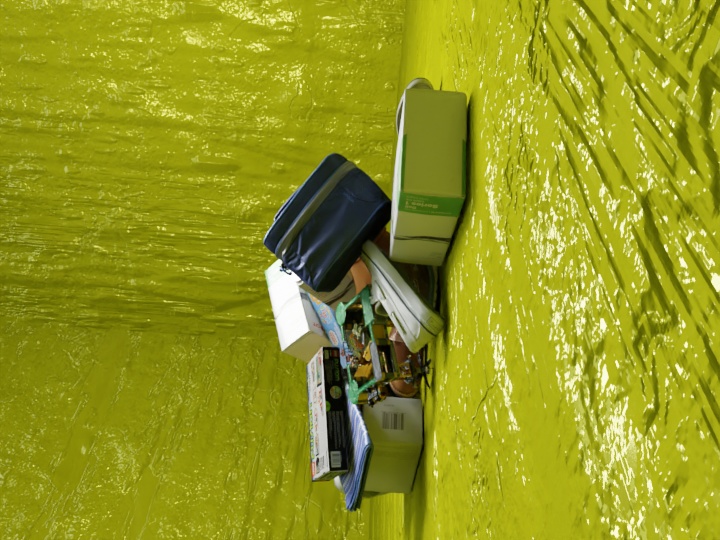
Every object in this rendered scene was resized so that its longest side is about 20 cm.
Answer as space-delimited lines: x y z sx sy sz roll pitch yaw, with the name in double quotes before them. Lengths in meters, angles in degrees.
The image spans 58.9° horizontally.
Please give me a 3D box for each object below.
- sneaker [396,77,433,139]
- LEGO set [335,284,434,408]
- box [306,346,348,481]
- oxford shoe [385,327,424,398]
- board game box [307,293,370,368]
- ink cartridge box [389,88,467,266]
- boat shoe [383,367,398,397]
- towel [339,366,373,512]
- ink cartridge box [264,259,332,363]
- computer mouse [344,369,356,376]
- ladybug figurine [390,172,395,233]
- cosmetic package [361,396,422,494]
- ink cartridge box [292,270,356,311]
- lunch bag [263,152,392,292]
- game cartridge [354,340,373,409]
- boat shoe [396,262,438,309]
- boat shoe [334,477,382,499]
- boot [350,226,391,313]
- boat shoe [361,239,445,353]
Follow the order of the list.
"sneaker" 0.100 -0.294 1.199 0.202 0.072 0.108 92 179 -52
"LEGO set" 0.045 0.117 1.027 0.154 0.113 0.204 -52 44 46
"box" -0.060 0.245 1.088 0.110 0.034 0.205 128 141 -59
"oxford shoe" 0.080 0.112 1.081 0.072 0.069 0.205 105 171 -61
"board game box" -0.033 0.096 1.290 0.203 0.036 0.150 62 -160 17
"ink cartridge box" 0.085 -0.114 0.841 0.201 0.082 0.150 94 180 -67
"boat shoe" 0.066 0.251 1.283 0.069 0.072 0.205 85 -167 -58
"towel" -0.026 0.275 1.060 0.201 0.023 0.148 -120 37 -55
"ink cartridge box" -0.108 0.084 1.310 0.145 0.083 0.203 33 -149 -46
"computer mouse" 0.031 0.216 1.321 0.034 0.197 0.059 -48 48 26
"ladybug figurine" 0.091 -0.107 1.118 0.136 0.070 0.206 95 178 -77
"cosmetic package" 0.048 0.309 1.114 0.203 0.104 0.086 96 179 -50
"ink cartridge box" -0.046 -0.006 1.233 0.199 0.083 0.148 37 -152 -45
"lunch bag" -0.055 -0.069 0.973 0.201 0.132 0.136 -50 -10 4
"game cartridge" 0.004 0.237 1.180 0.177 0.032 0.205 -60 -16 -60
"boat shoe" 0.083 0.007 0.994 0.073 0.070 0.205 94 180 -57
"boat shoe" 0.007 0.413 1.238 0.198 0.071 0.072 19 -132 -48
"boot" 0.000 0.000 1.102 0.199 0.155 0.077 -36 12 42
"boat shoe" 0.041 0.032 0.904 0.067 0.073 0.201 -46 42 9
